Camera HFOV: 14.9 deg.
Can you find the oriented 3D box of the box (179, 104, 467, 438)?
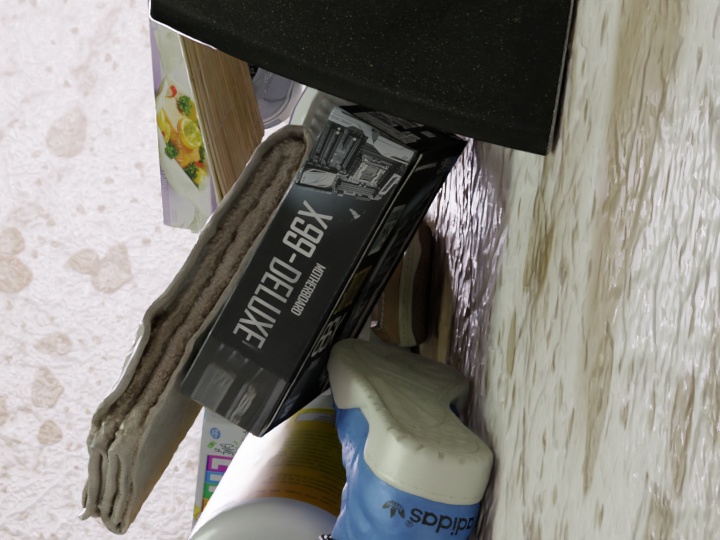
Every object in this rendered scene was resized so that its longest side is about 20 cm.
[{"bbox_3d":[-0.015,-0.006,1.383,0.158,0.050,0.200,-61,-5,7],"label":"box"}]

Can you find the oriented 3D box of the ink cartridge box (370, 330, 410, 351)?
[{"bbox_3d":[-0.018,0.086,1.688,0.200,0.084,0.146,-91,8,-66],"label":"ink cartridge box"}]

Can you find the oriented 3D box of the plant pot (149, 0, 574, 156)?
[{"bbox_3d":[0.001,-0.179,1.208,0.200,0.177,0.200,-95,12,-73],"label":"plant pot"}]

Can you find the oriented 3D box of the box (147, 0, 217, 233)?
[{"bbox_3d":[-0.094,-0.121,1.585,0.041,0.039,0.200,-30,-57,-53],"label":"box"}]

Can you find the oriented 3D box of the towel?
[{"bbox_3d":[-0.083,0.031,1.385,0.200,0.034,0.133,-59,-6,-26],"label":"towel"}]

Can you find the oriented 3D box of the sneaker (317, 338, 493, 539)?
[{"bbox_3d":[0.012,0.108,1.320,0.200,0.077,0.111,-121,46,-72],"label":"sneaker"}]

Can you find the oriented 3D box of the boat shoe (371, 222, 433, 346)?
[{"bbox_3d":[0.000,0.000,1.620,0.200,0.076,0.072,-115,32,-80],"label":"boat shoe"}]

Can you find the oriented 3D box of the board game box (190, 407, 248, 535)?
[{"bbox_3d":[-0.078,0.056,1.743,0.135,0.034,0.200,100,176,-51],"label":"board game box"}]

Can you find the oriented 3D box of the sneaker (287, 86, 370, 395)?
[{"bbox_3d":[-0.034,-0.043,1.537,0.114,0.072,0.201,-129,46,-55],"label":"sneaker"}]

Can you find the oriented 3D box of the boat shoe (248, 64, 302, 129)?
[{"bbox_3d":[-0.066,-0.187,1.649,0.072,0.070,0.201,46,-140,-72],"label":"boat shoe"}]

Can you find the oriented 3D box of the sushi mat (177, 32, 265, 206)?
[{"bbox_3d":[-0.084,-0.131,1.519,0.096,0.012,0.200,-77,-21,-54],"label":"sushi mat"}]

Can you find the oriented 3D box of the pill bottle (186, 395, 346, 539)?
[{"bbox_3d":[-0.032,0.147,1.404,0.200,0.109,0.110,-61,-20,-68],"label":"pill bottle"}]
